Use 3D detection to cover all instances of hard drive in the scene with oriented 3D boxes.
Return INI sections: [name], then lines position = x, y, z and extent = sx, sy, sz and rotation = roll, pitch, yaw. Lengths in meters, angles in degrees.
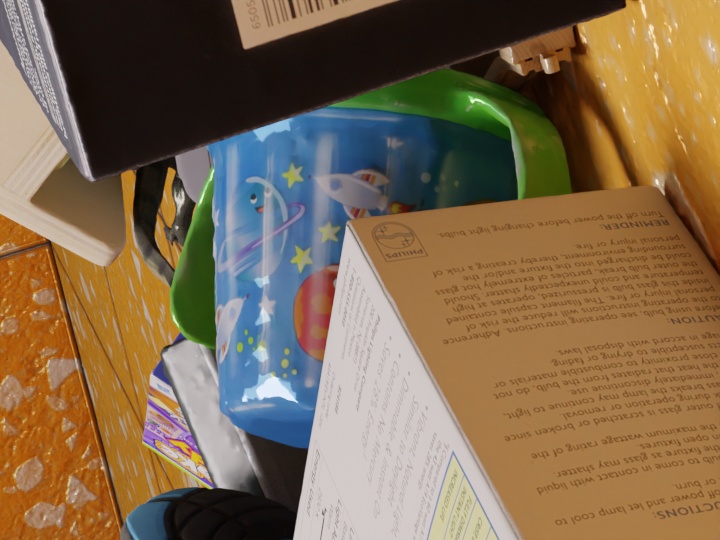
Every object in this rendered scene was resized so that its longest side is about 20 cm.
[hard drive]
position = -0.005, 0.111, 1.149
extent = 0.139, 0.033, 0.201
rotation = -13, -102, -62

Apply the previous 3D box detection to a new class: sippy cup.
[sippy cup]
position = 0.000, 0.000, 1.022
extent = 0.178, 0.139, 0.131
rotation = 120, 158, -76

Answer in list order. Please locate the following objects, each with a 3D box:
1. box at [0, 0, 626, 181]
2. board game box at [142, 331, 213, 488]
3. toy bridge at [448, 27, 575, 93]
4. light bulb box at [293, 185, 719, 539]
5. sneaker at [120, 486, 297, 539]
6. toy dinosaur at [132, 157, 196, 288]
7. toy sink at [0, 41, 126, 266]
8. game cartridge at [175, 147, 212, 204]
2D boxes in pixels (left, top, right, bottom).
[box]
position = -0.037, -0.140, 0.944
extent = 0.200, 0.196, 0.118
rotation = -129, 23, -63
[board game box]
position = -0.009, 0.105, 1.287
extent = 0.200, 0.045, 0.135
rotation = 34, 162, 5
[toy bridge]
position = 0.041, -0.099, 1.056
extent = 0.200, 0.027, 0.067
rotation = -135, 30, -68
[light bulb box]
position = 0.069, 0.112, 0.898
extent = 0.200, 0.124, 0.199
rotation = -118, 28, -44
[sneaker]
position = -0.018, 0.160, 1.041
extent = 0.200, 0.073, 0.082
rotation = 34, 133, 24
[toy dinosaur]
position = -0.095, -0.058, 1.300
extent = 0.088, 0.047, 0.201
rotation = 84, -179, -61
[toy sink]
position = -0.164, -0.115, 1.208
extent = 0.200, 0.112, 0.131
rotation = 30, -155, -25
[game cartridge]
position = -0.071, -0.146, 1.237
extent = 0.133, 0.041, 0.201
rotation = -89, -7, -63
